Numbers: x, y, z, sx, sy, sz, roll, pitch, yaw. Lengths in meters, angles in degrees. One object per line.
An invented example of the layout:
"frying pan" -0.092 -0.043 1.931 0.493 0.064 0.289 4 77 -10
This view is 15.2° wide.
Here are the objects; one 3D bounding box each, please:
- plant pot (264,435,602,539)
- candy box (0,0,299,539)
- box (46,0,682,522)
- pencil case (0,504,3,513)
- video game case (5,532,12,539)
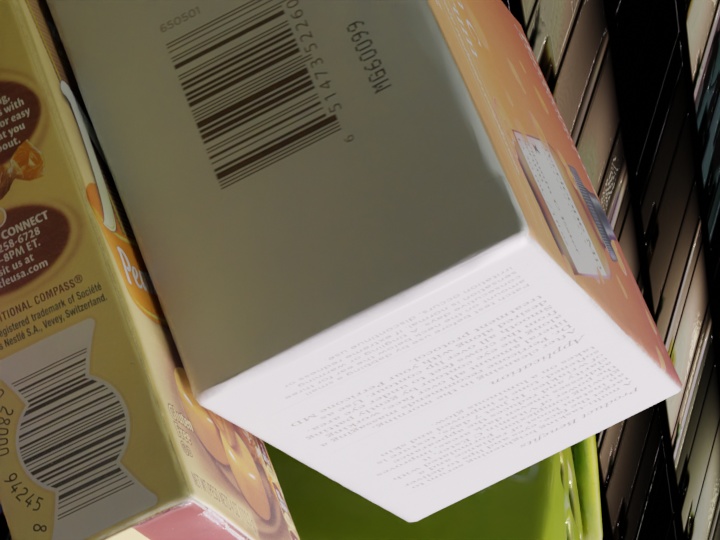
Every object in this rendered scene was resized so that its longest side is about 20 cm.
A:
"plant pot" 0.004 0.105 1.124 0.200 0.199 0.182 79 20 -45
"candy box" -0.083 0.004 0.787 0.115 0.055 0.200 51 16 -65
"box" 0.005 -0.026 0.835 0.152 0.106 0.200 67 11 21
"pencil case" -0.152 0.021 0.777 0.200 0.088 0.088 53 47 -63
"video game case" -0.104 0.101 0.906 0.182 0.023 0.200 -53 -167 53
